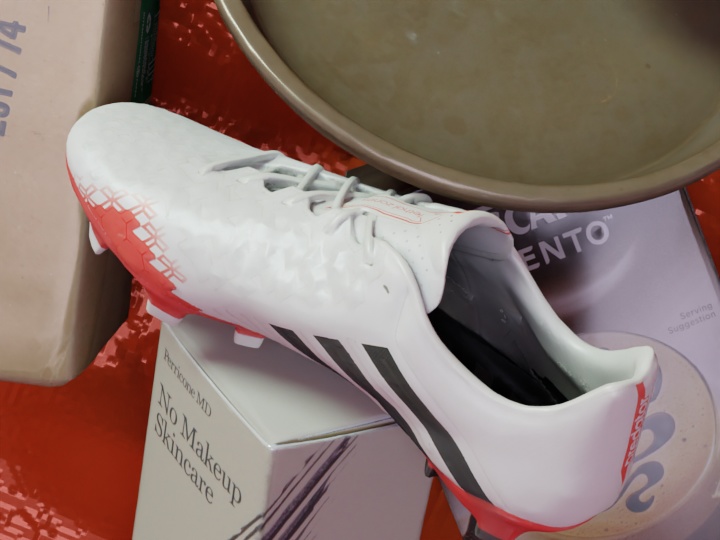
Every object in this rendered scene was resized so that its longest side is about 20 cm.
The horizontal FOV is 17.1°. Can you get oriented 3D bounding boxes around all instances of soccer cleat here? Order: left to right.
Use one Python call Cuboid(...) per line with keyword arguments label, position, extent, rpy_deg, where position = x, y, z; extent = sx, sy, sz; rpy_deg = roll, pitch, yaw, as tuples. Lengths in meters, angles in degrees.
Cuboid(label="soccer cleat", position=(0.000, 0.000, 0.709), extent=(0.200, 0.069, 0.085), rpy_deg=(37, 137, 12))

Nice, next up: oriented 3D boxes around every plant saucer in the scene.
Cuboid(label="plant saucer", position=(0.045, -0.099, 0.756), extent=(0.200, 0.200, 0.029), rpy_deg=(19, 147, -3))

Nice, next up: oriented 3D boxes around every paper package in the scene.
Cuboid(label="paper package", position=(-0.164, -0.073, 0.790), extent=(0.190, 0.103, 0.200), rpy_deg=(6, 103, -1))

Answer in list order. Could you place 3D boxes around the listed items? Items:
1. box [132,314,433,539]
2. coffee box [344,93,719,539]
Cuboid(label="box", position=(-0.033, 0.111, 0.804), extent=(0.068, 0.082, 0.200), rpy_deg=(-11, 126, -30))
Cuboid(label="coffee box", position=(0.079, 0.044, 0.821), extent=(0.113, 0.080, 0.200), rpy_deg=(-21, 102, 8))
